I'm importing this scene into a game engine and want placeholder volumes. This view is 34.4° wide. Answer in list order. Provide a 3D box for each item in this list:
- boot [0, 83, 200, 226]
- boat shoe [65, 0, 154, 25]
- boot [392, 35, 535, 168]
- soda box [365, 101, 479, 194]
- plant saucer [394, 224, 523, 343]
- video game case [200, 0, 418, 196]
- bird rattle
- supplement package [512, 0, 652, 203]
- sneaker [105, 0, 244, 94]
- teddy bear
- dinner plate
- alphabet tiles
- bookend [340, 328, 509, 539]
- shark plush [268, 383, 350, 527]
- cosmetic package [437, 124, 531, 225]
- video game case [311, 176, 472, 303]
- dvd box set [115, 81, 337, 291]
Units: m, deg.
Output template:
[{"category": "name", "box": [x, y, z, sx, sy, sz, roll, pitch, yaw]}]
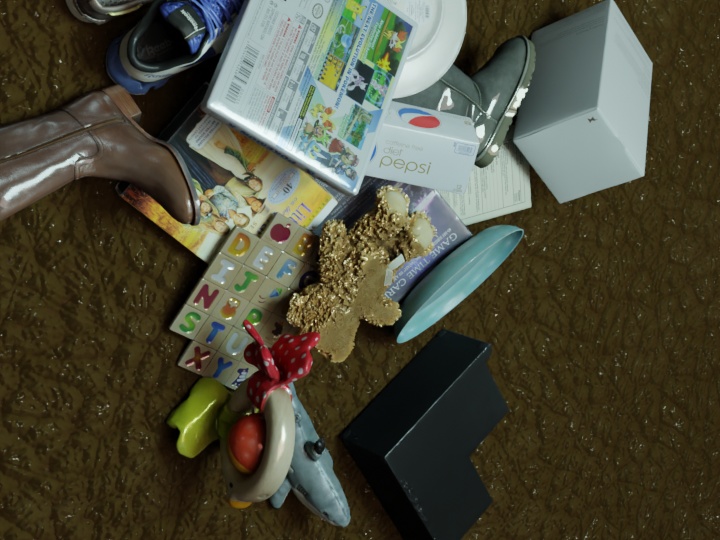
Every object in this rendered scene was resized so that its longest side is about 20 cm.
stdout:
[{"category": "boot", "box": [-0.272, -0.078, 1.086, 0.198, 0.187, 0.065, -26, 152, -32]}, {"category": "boat shoe", "box": [-0.197, -0.306, 1.146, 0.199, 0.059, 0.073, -36, 117, -25]}, {"category": "boot", "box": [0.093, -0.231, 1.313, 0.198, 0.072, 0.184, 29, 70, -21]}, {"category": "soda box", "box": [0.023, -0.141, 1.240, 0.197, 0.068, 0.064, 11, 120, -10]}, {"category": "plant saucer", "box": [0.111, 0.011, 1.379, 0.199, 0.201, 0.028, -35, 76, -26]}, {"category": "video game case", "box": [-0.045, -0.204, 1.150, 0.181, 0.022, 0.203, 28, 72, -27]}, {"category": "bird rattle", "box": [-0.104, 0.158, 1.225, 0.112, 0.199, 0.165, 15, 50, -41]}, {"category": "supplement package", "box": [0.275, -0.207, 1.421, 0.121, 0.119, 0.202, 46, 43, -33]}, {"category": "sneaker", "box": [-0.153, -0.242, 1.134, 0.198, 0.115, 0.081, -37, 104, -13]}, {"category": "teddy bear", "box": [0.000, 0.000, 1.276, 0.144, 0.067, 0.202, 20, 99, -42]}, {"category": "dinner plate", "box": [0.024, -0.284, 1.230, 0.197, 0.024, 0.204, 2, 85, -18]}, {"category": "alphabet tiles", "box": [-0.109, 0.039, 1.273, 0.165, 0.006, 0.201, 29, 100, -36]}, {"category": "bookend", "box": [0.107, 0.218, 1.450, 0.200, 0.092, 0.200, -44, 123, -22]}, {"category": "shark plush", "box": [-0.056, 0.194, 1.333, 0.090, 0.083, 0.203, -14, 107, -32]}, {"category": "cosmetic package", "box": [0.108, -0.109, 1.398, 0.198, 0.073, 0.105, -15, 108, -33]}, {"category": "video game case", "box": [0.013, -0.067, 1.308, 0.142, 0.019, 0.200, -40, 106, 4]}, {"category": "dvd box set", "box": [-0.138, -0.079, 1.227, 0.146, 0.029, 0.200, -46, 124, 4]}]
